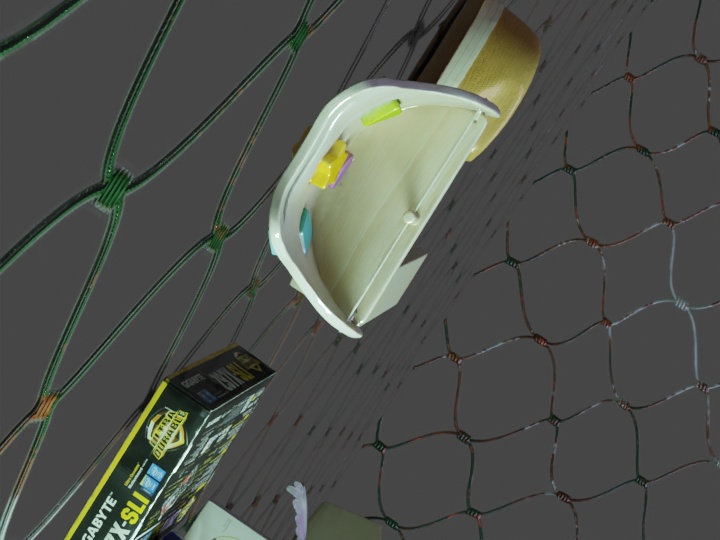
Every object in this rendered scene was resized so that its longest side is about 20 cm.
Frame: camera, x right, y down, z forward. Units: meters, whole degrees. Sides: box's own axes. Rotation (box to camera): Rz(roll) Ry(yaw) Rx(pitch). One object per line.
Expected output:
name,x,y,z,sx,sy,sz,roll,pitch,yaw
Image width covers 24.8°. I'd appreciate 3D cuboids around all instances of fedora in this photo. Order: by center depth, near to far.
fedora,0.087,-0.153,1.313,0.201,0.082,0.201,-57,-175,8

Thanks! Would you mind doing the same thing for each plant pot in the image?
plant pot,-0.053,0.598,3.410,0.200,0.199,0.177,105,8,-69

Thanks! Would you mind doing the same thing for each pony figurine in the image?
pony figurine,-0.098,0.457,2.568,0.167,0.200,0.193,-45,152,-32

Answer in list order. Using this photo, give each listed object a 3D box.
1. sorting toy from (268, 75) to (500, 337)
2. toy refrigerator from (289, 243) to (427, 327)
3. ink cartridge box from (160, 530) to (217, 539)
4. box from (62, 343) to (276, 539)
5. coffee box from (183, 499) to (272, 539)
sorting toy,-0.009,-0.066,1.140,0.200,0.107,0.180,-58,166,3
toy refrigerator,0.000,0.000,1.542,0.070,0.076,0.200,-59,173,11
ink cartridge box,-0.216,0.291,1.288,0.196,0.043,0.200,-40,171,-35
box,-0.147,0.146,1.288,0.160,0.049,0.200,-56,174,11
coffee box,-0.175,0.370,1.821,0.200,0.114,0.080,-55,173,-8
